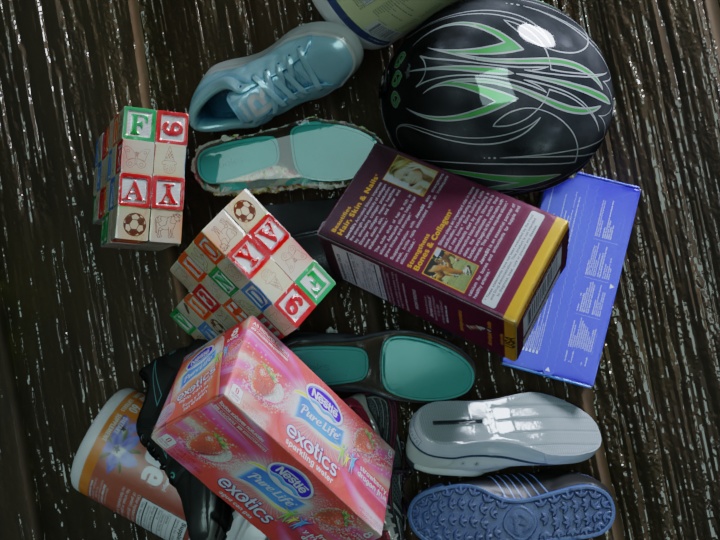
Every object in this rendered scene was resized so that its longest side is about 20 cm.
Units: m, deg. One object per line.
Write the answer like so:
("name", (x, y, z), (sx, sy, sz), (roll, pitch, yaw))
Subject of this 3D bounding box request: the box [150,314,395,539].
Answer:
("box", (-0.069, 0.152, 0.894), (0.094, 0.103, 0.200), (-30, 116, 29))

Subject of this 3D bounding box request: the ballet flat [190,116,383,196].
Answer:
("ballet flat", (-0.072, -0.113, 1.040), (0.197, 0.064, 0.077), (-2, 88, 2))

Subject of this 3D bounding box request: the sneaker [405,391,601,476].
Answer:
("sneaker", (0.136, 0.165, 1.010), (0.197, 0.071, 0.074), (6, 52, -13))

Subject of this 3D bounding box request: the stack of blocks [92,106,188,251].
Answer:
("stack of blocks", (-0.215, -0.078, 0.981), (0.058, 0.200, 0.117), (4, 87, -21))

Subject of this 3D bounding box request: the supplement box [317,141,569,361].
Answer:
("supplement box", (0.075, -0.019, 0.929), (0.198, 0.086, 0.111), (25, 69, 20))

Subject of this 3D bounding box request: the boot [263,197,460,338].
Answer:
("boot", (0.000, -0.001, 1.013), (0.197, 0.066, 0.167), (-6, 59, 1))

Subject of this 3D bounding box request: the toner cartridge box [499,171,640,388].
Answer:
("toner cartridge box", (0.207, 0.006, 1.021), (0.094, 0.043, 0.203), (15, 88, 6))

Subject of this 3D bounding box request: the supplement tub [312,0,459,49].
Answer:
("supplement tub", (0.053, -0.314, 0.961), (0.199, 0.144, 0.147), (-25, 85, 37))

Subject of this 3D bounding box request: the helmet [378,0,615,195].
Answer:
("helmet", (0.131, -0.161, 0.956), (0.198, 0.190, 0.203), (-2, 94, -33))

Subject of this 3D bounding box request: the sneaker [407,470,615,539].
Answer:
("sneaker", (0.147, 0.233, 1.001), (0.197, 0.078, 0.071), (-2, 88, 9))

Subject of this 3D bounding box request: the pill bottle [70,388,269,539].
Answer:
("pill bottle", (-0.173, 0.208, 1.011), (0.198, 0.112, 0.113), (27, 90, 5))

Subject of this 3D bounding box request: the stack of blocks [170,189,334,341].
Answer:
("stack of blocks", (-0.116, 0.017, 0.961), (0.115, 0.200, 0.059), (45, 61, -5))

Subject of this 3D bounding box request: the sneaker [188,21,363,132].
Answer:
("sneaker", (-0.086, -0.174, 1.001), (0.198, 0.083, 0.074), (-15, 128, 35))

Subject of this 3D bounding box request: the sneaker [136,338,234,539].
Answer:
("sneaker", (-0.161, 0.163, 0.944), (0.078, 0.076, 0.202), (-12, 56, 0))

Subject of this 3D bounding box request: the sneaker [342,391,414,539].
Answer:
("sneaker", (0.021, 0.220, 1.016), (0.080, 0.074, 0.203), (1, 101, 46))

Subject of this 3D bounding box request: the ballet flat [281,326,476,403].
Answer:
("ballet flat", (0.012, 0.088, 0.999), (0.197, 0.073, 0.074), (4, 88, -9))
